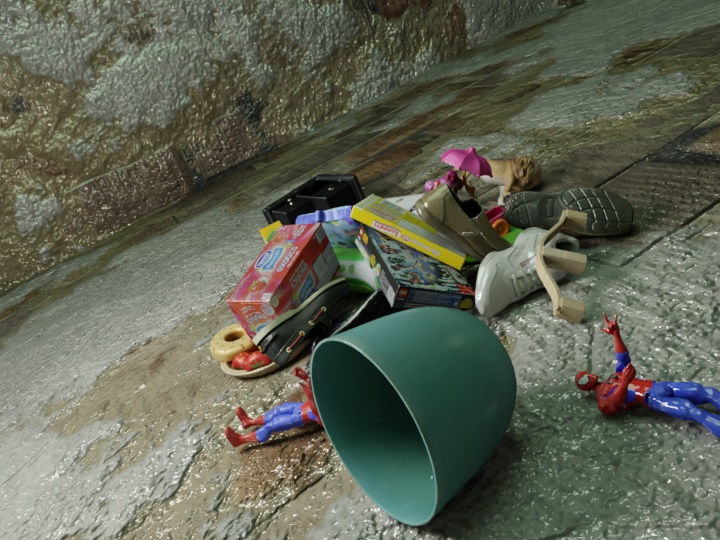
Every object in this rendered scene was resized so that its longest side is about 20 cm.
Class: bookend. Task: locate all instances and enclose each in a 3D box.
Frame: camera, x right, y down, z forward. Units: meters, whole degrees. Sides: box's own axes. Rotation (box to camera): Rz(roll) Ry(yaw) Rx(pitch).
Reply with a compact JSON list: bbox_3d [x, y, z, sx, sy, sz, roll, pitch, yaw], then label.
[{"bbox_3d":[-0.119,-0.161,1.617,0.199,0.093,0.198,-36,25,-23],"label":"bookend"}]

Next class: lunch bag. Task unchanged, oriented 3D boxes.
[{"bbox_3d":[-0.016,-0.079,1.198,0.149,0.096,0.198,-2,-10,43],"label":"lunch bag"}]

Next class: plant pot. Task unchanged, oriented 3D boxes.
[{"bbox_3d":[0.068,0.132,0.662,0.160,0.204,0.199,-24,19,-31],"label":"plant pot"}]

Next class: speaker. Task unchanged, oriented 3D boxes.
[{"bbox_3d":[0.000,0.000,1.151,0.088,0.089,0.198,-39,26,-32],"label":"speaker"}]

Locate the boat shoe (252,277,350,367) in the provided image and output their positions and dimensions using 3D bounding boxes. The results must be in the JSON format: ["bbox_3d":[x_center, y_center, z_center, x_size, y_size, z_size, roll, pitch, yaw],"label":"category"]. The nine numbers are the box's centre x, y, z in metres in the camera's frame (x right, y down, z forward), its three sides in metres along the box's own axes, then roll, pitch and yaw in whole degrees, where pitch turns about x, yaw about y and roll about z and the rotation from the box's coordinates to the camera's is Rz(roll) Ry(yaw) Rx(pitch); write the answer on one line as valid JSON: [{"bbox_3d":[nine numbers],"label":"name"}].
[{"bbox_3d":[-0.076,0.077,0.962,0.201,0.063,0.074,-37,-9,-45],"label":"boat shoe"}]

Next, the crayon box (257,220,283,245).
[{"bbox_3d":[-0.156,-0.026,1.311,0.051,0.127,0.200,-26,22,-8],"label":"crayon box"}]

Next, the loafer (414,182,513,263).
[{"bbox_3d":[0.178,-0.069,0.992,0.068,0.198,0.077,-50,27,26],"label":"loafer"}]

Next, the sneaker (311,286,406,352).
[{"bbox_3d":[0.004,0.074,1.002,0.199,0.076,0.087,-34,19,-21],"label":"sneaker"}]

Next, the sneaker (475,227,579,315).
[{"bbox_3d":[0.244,-0.003,0.920,0.199,0.076,0.099,-39,30,-29],"label":"sneaker"}]

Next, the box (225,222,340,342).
[{"bbox_3d":[-0.125,0.020,1.061,0.094,0.100,0.201,-2,40,31],"label":"box"}]

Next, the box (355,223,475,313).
[{"bbox_3d":[0.083,-0.005,0.990,0.135,0.040,0.201,8,28,-23],"label":"box"}]

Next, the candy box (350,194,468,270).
[{"bbox_3d":[0.088,-0.067,1.033,0.198,0.027,0.102,27,27,11],"label":"candy box"}]

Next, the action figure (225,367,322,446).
[{"bbox_3d":[-0.097,0.174,0.837,0.197,0.100,0.065,-13,25,20],"label":"action figure"}]

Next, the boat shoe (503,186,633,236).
[{"bbox_3d":[0.335,-0.090,1.012,0.197,0.077,0.074,9,-8,25],"label":"boat shoe"}]

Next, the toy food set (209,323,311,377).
[{"bbox_3d":[-0.164,0.115,1.112,0.197,0.049,0.199,-33,23,-19],"label":"toy food set"}]

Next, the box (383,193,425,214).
[{"bbox_3d":[0.093,-0.108,1.324,0.198,0.061,0.117,0,33,45],"label":"box"}]

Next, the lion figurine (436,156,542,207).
[{"bbox_3d":[0.261,-0.194,1.256,0.197,0.073,0.124,18,63,8],"label":"lion figurine"}]

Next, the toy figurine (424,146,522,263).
[{"bbox_3d":[0.174,-0.118,1.101,0.198,0.186,0.150,-26,22,-2],"label":"toy figurine"}]

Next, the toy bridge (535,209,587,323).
[{"bbox_3d":[0.279,-0.013,0.873,0.066,0.027,0.202,13,48,8],"label":"toy bridge"}]

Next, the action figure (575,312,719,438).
[{"bbox_3d":[0.295,0.103,0.611,0.198,0.100,0.065,-1,30,49],"label":"action figure"}]
